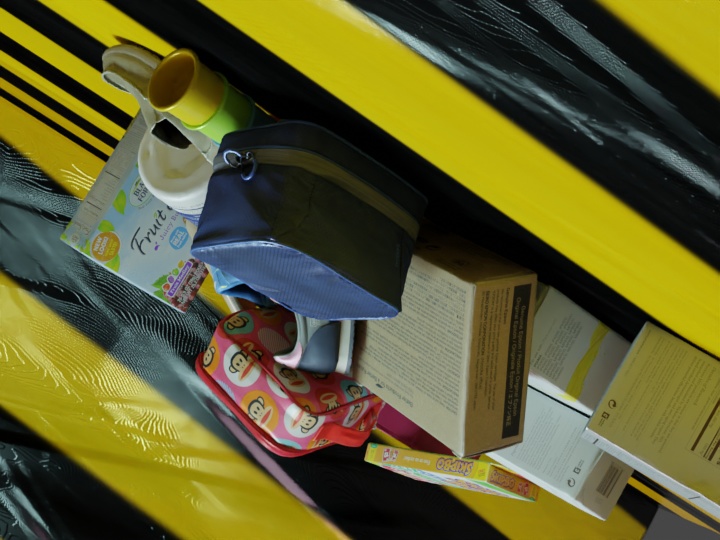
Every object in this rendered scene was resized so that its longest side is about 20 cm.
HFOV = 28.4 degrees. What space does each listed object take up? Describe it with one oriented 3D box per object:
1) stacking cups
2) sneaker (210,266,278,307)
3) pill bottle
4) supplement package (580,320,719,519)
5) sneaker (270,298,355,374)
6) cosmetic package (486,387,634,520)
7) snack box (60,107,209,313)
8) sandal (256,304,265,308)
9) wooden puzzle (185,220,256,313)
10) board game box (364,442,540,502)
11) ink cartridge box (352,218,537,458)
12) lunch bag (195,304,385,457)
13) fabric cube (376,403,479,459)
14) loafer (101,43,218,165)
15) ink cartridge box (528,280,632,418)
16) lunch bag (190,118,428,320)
[{"bbox_3d":[-0.102,-0.131,1.289,0.060,0.061,0.200,26,178,43],"label":"stacking cups"},{"bbox_3d":[-0.067,-0.012,1.476,0.199,0.106,0.076,-5,160,-9],"label":"sneaker"},{"bbox_3d":[-0.147,-0.094,1.533,0.111,0.111,0.200,28,174,27],"label":"pill bottle"},{"bbox_3d":[0.306,0.146,1.240,0.199,0.110,0.114,30,175,10],"label":"supplement package"},{"bbox_3d":[-0.046,0.001,1.371,0.081,0.201,0.070,0,-178,-4],"label":"sneaker"},{"bbox_3d":[0.170,0.165,1.445,0.199,0.081,0.113,29,175,31],"label":"cosmetic package"},{"bbox_3d":[-0.229,-0.077,1.680,0.168,0.201,0.068,35,173,-40],"label":"snack box"},{"bbox_3d":[-0.076,0.062,1.635,0.087,0.080,0.200,18,-147,-39],"label":"sandal"},{"bbox_3d":[-0.134,0.045,1.629,0.185,0.037,0.201,50,163,58],"label":"wooden puzzle"},{"bbox_3d":[0.107,0.224,1.583,0.199,0.030,0.095,-1,160,44],"label":"board game box"},{"bbox_3d":[0.073,0.055,1.315,0.075,0.166,0.200,-9,-158,-29],"label":"ink cartridge box"},{"bbox_3d":[-0.054,0.115,1.463,0.176,0.082,0.200,43,-157,21],"label":"lunch bag"},{"bbox_3d":[0.071,0.107,1.733,0.199,0.200,0.196,28,176,29],"label":"fabric cube"},{"bbox_3d":[-0.185,-0.159,1.371,0.199,0.069,0.076,28,174,33],"label":"loafer"},{"bbox_3d":[0.191,0.079,1.404,0.200,0.084,0.145,33,175,-30],"label":"ink cartridge box"},{"bbox_3d":[-0.046,-0.051,1.234,0.135,0.133,0.200,-3,155,42],"label":"lunch bag"}]
